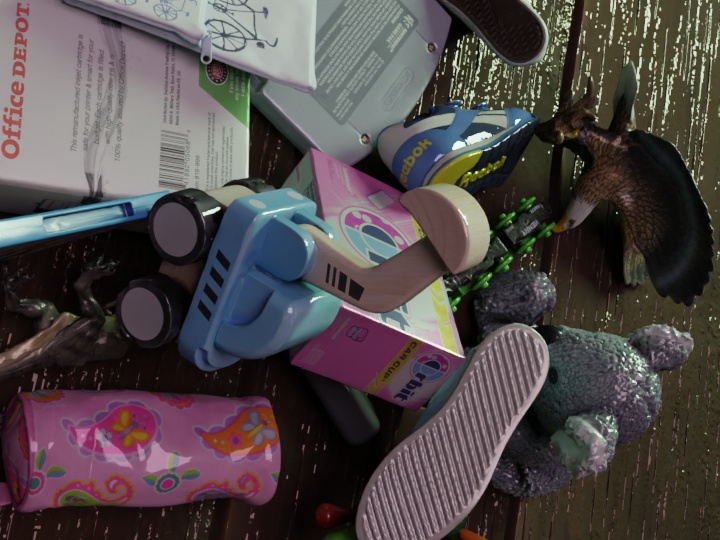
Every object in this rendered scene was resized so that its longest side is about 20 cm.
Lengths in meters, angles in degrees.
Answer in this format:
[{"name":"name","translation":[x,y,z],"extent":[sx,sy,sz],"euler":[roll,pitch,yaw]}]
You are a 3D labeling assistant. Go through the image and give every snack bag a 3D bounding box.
[{"name":"snack bag","translation":[-0.116,-0.224,0.902],"extent":[0.199,0.021,0.189],"euler":[20,42,-18]}]

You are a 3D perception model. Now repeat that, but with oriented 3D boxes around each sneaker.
[{"name":"sneaker","translation":[0.097,-0.265,1.092],"extent":[0.073,0.085,0.200],"euler":[-37,87,12]},{"name":"sneaker","translation":[0.090,-0.113,1.035],"extent":[0.082,0.074,0.200],"euler":[36,30,21]},{"name":"sneaker","translation":[0.070,0.131,0.883],"extent":[0.074,0.082,0.200],"euler":[41,80,7]}]

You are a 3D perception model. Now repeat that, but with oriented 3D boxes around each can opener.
[{"name":"can opener","translation":[-0.061,0.058,0.943],"extent":[0.067,0.053,0.200],"euler":[-31,100,1]}]

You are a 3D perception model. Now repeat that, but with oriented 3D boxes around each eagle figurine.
[{"name":"eagle figurine","translation":[0.245,-0.075,1.106],"extent":[0.200,0.151,0.152],"euler":[40,48,-8]}]

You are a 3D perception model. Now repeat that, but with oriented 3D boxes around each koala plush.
[{"name":"koala plush","translation":[0.171,0.101,0.979],"extent":[0.177,0.200,0.184],"euler":[-43,104,-30]}]

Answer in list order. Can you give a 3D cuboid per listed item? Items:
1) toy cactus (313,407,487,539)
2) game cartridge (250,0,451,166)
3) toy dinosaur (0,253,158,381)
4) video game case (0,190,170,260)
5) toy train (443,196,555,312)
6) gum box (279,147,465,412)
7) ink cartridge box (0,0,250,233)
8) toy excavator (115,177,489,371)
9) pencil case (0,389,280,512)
[{"name":"toy cactus","translation":[0.037,0.191,0.940],"extent":[0.199,0.102,0.166],"euler":[14,80,-38]},{"name":"game cartridge","translation":[-0.007,-0.181,1.019],"extent":[0.133,0.040,0.200],"euler":[43,62,-14]},{"name":"toy dinosaur","translation":[-0.211,0.036,0.835],"extent":[0.199,0.047,0.089],"euler":[-14,121,-32]},{"name":"video game case","translation":[-0.225,-0.017,0.738],"extent":[0.200,0.143,0.018],"euler":[-22,98,-67]},{"name":"toy train","translation":[0.095,-0.001,1.037],"extent":[0.200,0.056,0.042],"euler":[-36,85,-31]},{"name":"gum box","translation":[0.000,0.000,0.919],"extent":[0.113,0.066,0.200],"euler":[23,34,-27]},{"name":"ink cartridge box","translation":[-0.186,-0.110,0.864],"extent":[0.199,0.083,0.147],"euler":[9,74,-30]},{"name":"toy excavator","translation":[-0.034,0.001,0.773],"extent":[0.200,0.195,0.100],"euler":[32,22,19]},{"name":"pencil case","translation":[-0.157,0.129,0.845],"extent":[0.199,0.087,0.088],"euler":[4,79,-30]}]
